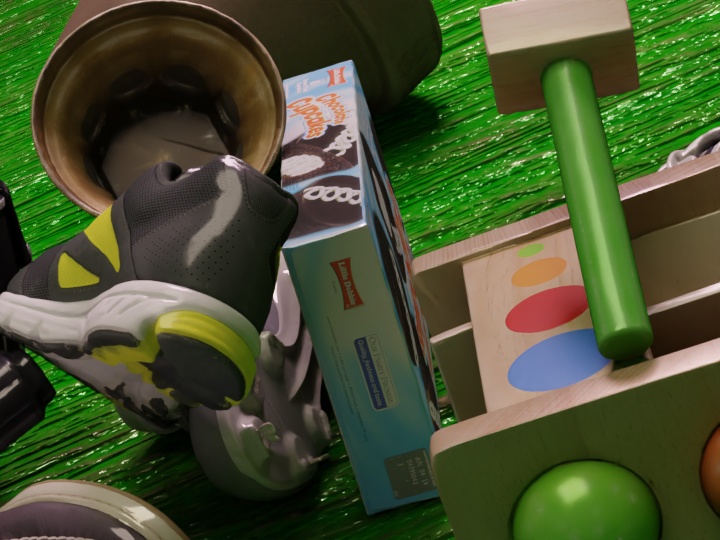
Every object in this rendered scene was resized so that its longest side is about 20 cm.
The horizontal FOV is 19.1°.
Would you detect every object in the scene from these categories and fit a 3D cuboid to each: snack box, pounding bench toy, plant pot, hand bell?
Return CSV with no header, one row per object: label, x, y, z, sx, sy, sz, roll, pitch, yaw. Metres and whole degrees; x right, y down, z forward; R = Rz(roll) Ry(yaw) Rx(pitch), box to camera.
snack box,0.000,0.000,0.880,0.037,0.117,0.200,-15,23,5
pounding bench toy,0.082,0.029,0.628,0.123,0.201,0.156,-18,21,7
plant pot,-0.081,-0.123,1.189,0.175,0.200,0.200,-49,30,-14
hand bell,-0.084,-0.023,0.950,0.104,0.105,0.200,-27,-21,-13

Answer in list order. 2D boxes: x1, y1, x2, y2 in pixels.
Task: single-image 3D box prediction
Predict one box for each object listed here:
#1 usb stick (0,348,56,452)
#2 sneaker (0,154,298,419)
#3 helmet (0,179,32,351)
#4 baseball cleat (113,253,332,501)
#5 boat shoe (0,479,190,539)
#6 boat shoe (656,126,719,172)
usb stick,-0.200,0.100,0.804,0.200,0.033,0.055,-39,7,-13
sneaker,-0.074,0.005,0.802,0.200,0.074,0.085,0,59,62
helmet,-0.246,0.040,0.922,0.198,0.192,0.200,14,13,-3
baseball cleat,-0.061,0.055,0.898,0.106,0.070,0.200,-24,12,15
boat shoe,-0.134,0.124,0.789,0.199,0.072,0.065,-8,33,43
boat shoe,0.150,-0.024,0.866,0.072,0.066,0.199,-35,26,-30
